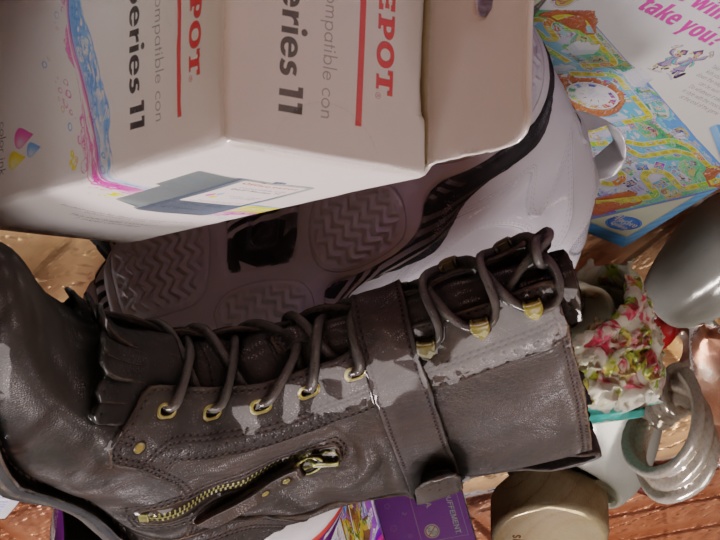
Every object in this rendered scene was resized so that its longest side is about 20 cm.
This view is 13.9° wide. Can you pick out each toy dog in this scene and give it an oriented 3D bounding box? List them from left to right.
[{"bbox_3d":[0.124,0.050,1.200,0.096,0.132,0.200,15,159,-26],"label":"toy dog"}]

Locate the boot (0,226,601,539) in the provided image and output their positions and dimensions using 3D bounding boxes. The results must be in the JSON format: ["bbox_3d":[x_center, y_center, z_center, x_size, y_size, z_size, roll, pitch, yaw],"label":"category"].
[{"bbox_3d":[-0.021,0.024,0.869,0.174,0.069,0.200,-20,147,6],"label":"boot"}]

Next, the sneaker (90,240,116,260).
[{"bbox_3d":[-0.022,-0.024,1.051,0.088,0.076,0.200,-45,147,18],"label":"sneaker"}]

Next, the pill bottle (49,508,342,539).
[{"bbox_3d":[-0.065,0.093,1.172,0.112,0.113,0.200,-9,156,-12],"label":"pill bottle"}]

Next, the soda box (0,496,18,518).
[{"bbox_3d":[-0.212,0.047,1.065,0.200,0.068,0.063,2,146,-32],"label":"soda box"}]

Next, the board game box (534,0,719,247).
[{"bbox_3d":[0.082,-0.075,1.027,0.134,0.034,0.200,-32,149,29],"label":"board game box"}]

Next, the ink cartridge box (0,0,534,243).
[{"bbox_3d":[-0.039,-0.077,0.795,0.067,0.117,0.200,8,169,-35],"label":"ink cartridge box"}]

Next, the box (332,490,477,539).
[{"bbox_3d":[0.011,0.118,1.242,0.039,0.137,0.200,-10,153,-10],"label":"box"}]

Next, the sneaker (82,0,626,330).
[{"bbox_3d":[0.000,0.000,0.975,0.200,0.075,0.115,-41,147,12],"label":"sneaker"}]

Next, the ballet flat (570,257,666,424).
[{"bbox_3d":[0.032,0.031,1.061,0.200,0.064,0.076,-10,-164,-44],"label":"ballet flat"}]
